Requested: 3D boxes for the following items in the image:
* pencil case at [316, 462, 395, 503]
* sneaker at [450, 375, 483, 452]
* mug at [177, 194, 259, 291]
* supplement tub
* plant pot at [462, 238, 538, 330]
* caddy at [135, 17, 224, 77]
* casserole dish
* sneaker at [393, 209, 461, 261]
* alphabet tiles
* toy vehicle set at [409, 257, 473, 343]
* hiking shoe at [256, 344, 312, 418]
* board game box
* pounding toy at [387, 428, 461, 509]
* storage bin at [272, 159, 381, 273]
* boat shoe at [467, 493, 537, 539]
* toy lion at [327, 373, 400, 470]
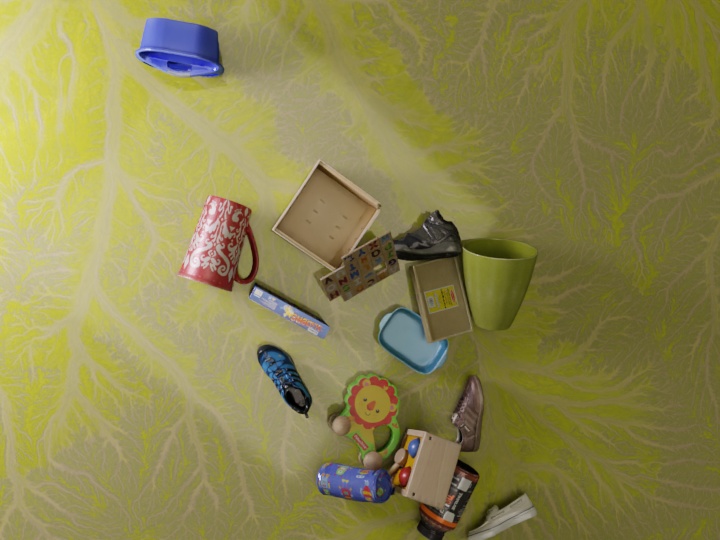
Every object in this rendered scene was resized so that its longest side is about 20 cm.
[{"bbox_3d":[-0.013,0.516,1.605,0.087,0.199,0.079,-47,120,-44],"label":"pencil case"},{"bbox_3d":[0.272,0.372,1.697,0.075,0.070,0.202,1,93,-8],"label":"sneaker"},{"bbox_3d":[-0.328,-0.061,1.564,0.132,0.177,0.202,14,86,26],"label":"mug"},{"bbox_3d":[0.218,0.588,1.682,0.106,0.107,0.201,26,88,-10],"label":"supplement tub"},{"bbox_3d":[0.340,0.040,1.651,0.185,0.187,0.202,-1,108,-9],"label":"plant pot"},{"bbox_3d":[-0.409,-0.494,1.499,0.198,0.141,0.106,7,87,-9],"label":"caddy"},{"bbox_3d":[0.132,0.178,1.679,0.199,0.039,0.122,35,87,-10],"label":"casserole dish"},{"bbox_3d":[0.152,-0.087,1.654,0.197,0.076,0.115,-5,72,7],"label":"sneaker"},{"bbox_3d":[0.000,0.000,1.601,0.199,0.168,0.008,-30,56,-7],"label":"alphabet tiles"},{"bbox_3d":[0.206,0.072,1.668,0.123,0.026,0.202,-12,88,-18],"label":"toy vehicle set"},{"bbox_3d":[-0.180,0.264,1.607,0.074,0.087,0.201,-38,98,-5],"label":"hiking shoe"},{"bbox_3d":[-0.173,0.095,1.575,0.199,0.135,0.035,30,88,-9],"label":"board game box"},{"bbox_3d":[0.127,0.495,1.638,0.141,0.200,0.186,22,75,-10],"label":"pounding toy"},{"bbox_3d":[-0.079,-0.126,1.598,0.198,0.094,0.201,34,87,-9],"label":"storage bin"},{"bbox_3d":[0.365,0.654,1.739,0.198,0.074,0.067,-22,69,-7],"label":"boat shoe"},{"bbox_3d":[0.029,0.373,1.667,0.191,0.069,0.200,-42,99,-13],"label":"toy lion"}]
